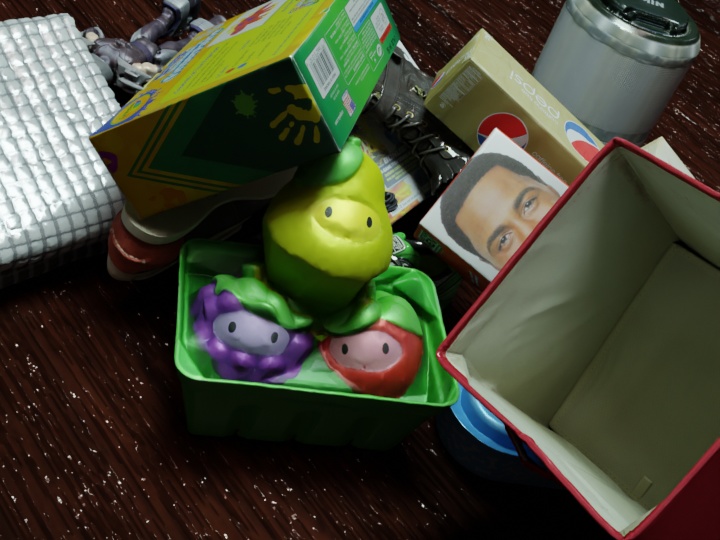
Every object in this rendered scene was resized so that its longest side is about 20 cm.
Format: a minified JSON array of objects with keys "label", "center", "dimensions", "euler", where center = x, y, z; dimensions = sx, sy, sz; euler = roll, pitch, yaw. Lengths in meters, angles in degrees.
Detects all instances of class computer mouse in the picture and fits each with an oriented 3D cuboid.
[{"label":"computer mouse","center":[-0.062,-0.027,0.733],"dimensions":[0.198,0.034,0.059],"euler":[-15,20,-3]}]

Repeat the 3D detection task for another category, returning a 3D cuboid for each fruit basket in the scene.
[{"label":"fruit basket","center":[-0.028,0.019,0.617],"dimensions":[0.214,0.217,0.156],"euler":[8,42,-16]}]

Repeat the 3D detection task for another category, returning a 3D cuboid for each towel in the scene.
[{"label":"towel","center":[-0.274,-0.094,0.688],"dimensions":[0.165,0.086,0.201],"euler":[-24,80,-40]}]

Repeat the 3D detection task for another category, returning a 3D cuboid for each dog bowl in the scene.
[{"label":"dog bowl","center":[0.152,0.123,0.700],"dimensions":[0.198,0.050,0.112],"euler":[10,42,-13]}]

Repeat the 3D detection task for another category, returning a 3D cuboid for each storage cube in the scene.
[{"label":"storage cube","center":[0.191,0.062,0.533],"dimensions":[0.180,0.200,0.171],"euler":[37,5,-45]}]

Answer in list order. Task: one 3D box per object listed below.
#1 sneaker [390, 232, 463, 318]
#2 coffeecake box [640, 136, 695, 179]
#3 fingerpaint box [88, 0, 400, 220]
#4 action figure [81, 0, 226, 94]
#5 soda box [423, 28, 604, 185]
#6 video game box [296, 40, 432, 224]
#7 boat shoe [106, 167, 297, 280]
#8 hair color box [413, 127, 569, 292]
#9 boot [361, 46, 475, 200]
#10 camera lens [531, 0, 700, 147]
[{"label":"sneaker","center":[0.000,0.000,0.738],"dimensions":[0.198,0.086,0.078],"euler":[-6,48,-28]},{"label":"coffeecake box","center":[0.288,-0.006,0.827],"dimensions":[0.154,0.073,0.200],"euler":[47,43,-14]},{"label":"fingerpaint box","center":[-0.074,-0.135,0.637],"dimensions":[0.166,0.074,0.201],"euler":[-15,29,24]},{"label":"action figure","center":[-0.219,-0.225,0.901],"dimensions":[0.130,0.070,0.200],"euler":[38,46,8]},{"label":"soda box","center":[0.154,-0.118,0.782],"dimensions":[0.200,0.064,0.068],"euler":[40,38,-14]},{"label":"video game box","center":[0.004,-0.138,0.832],"dimensions":[0.183,0.047,0.200],"euler":[53,47,-2]},{"label":"boat shoe","center":[-0.125,-0.054,0.702],"dimensions":[0.071,0.063,0.200],"euler":[41,39,7]},{"label":"hair color box","center":[0.150,-0.007,0.692],"dimensions":[0.200,0.061,0.102],"euler":[39,85,4]},{"label":"boot","center":[0.037,-0.130,0.784],"dimensions":[0.173,0.069,0.201],"euler":[24,46,-28]},{"label":"camera lens","center":[0.287,-0.228,1.024],"dimensions":[0.158,0.201,0.161],"euler":[13,41,-11]}]
